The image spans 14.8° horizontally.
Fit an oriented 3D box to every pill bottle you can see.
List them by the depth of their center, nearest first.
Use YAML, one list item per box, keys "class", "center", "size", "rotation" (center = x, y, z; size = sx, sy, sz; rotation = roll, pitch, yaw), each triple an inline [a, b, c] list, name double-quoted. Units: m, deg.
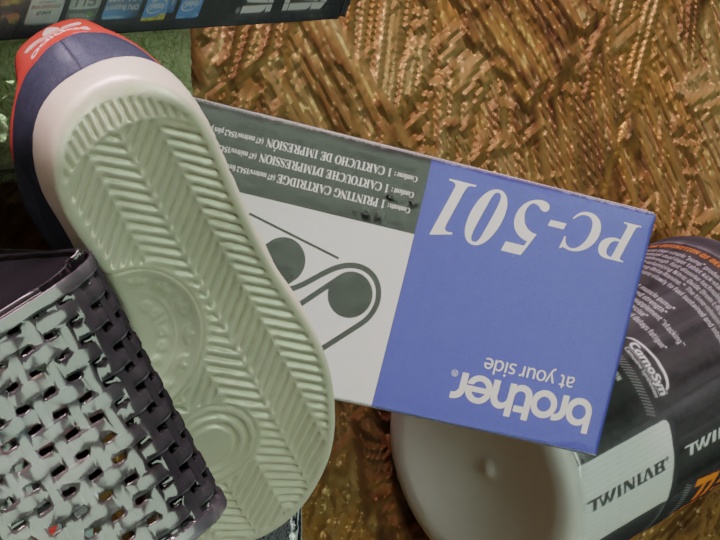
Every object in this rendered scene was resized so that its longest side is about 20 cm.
- class: "pill bottle"
  center: [0.115, 0.049, 1.154]
  size: [0.200, 0.106, 0.106]
  rotation: [-24, 105, -40]

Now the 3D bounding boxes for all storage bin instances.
- class: "storage bin"
  center: [-0.160, 0.082, 0.852]
  size: [0.200, 0.135, 0.094]
  rotation: [-32, 103, -24]

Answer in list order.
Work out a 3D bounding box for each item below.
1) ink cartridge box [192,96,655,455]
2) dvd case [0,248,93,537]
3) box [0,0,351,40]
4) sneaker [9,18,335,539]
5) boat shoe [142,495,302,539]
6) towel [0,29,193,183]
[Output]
- class: "ink cartridge box"
  center: [0.000, 0.000, 1.002]
  size: [0.200, 0.044, 0.094]
  rotation: [13, 92, -18]
- class: "dvd case"
  center: [-0.155, 0.091, 0.963]
  size: [0.146, 0.022, 0.200]
  rotation: [3, 86, -42]
- class: "box"
  center: [-0.058, -0.162, 0.943]
  size: [0.200, 0.049, 0.161]
  rotation: [-8, 129, -49]
- class: "sneaker"
  center: [-0.065, 0.001, 0.929]
  size: [0.075, 0.085, 0.200]
  rotation: [-23, 126, -13]
- class: "boat shoe"
  center: [-0.035, 0.144, 1.022]
  size: [0.075, 0.093, 0.200]
  rotation: [14, 80, -41]
- class: "towel"
  center: [-0.137, -0.099, 0.973]
  size: [0.200, 0.036, 0.148]
  rotation: [-9, 94, -42]
